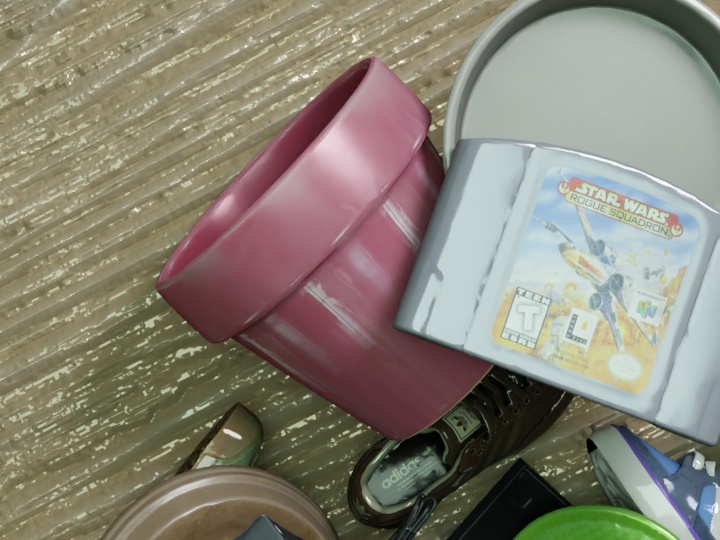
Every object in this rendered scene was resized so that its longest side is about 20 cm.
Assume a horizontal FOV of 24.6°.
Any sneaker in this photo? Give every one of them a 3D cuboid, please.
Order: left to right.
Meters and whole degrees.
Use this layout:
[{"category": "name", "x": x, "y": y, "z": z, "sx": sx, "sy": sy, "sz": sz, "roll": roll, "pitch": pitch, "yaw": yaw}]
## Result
[{"category": "sneaker", "x": -0.108, "y": 0.192, "z": 1.085, "sx": 0.090, "sy": 0.067, "sz": 0.201, "roll": 38, "pitch": 88, "yaw": -5}, {"category": "sneaker", "x": 0.076, "y": 0.100, "z": 1.071, "sx": 0.200, "sy": 0.076, "sz": 0.071, "roll": -42, "pitch": 85, "yaw": 0}, {"category": "sneaker", "x": 0.257, "y": 0.147, "z": 1.064, "sx": 0.146, "sy": 0.081, "sz": 0.201, "roll": -38, "pitch": 82, "yaw": -8}]

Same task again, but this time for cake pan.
[{"category": "cake pan", "x": 0.145, "y": -0.073, "z": 0.980, "sx": 0.197, "sy": 0.037, "sz": 0.203, "roll": 0, "pitch": 88, "yaw": -3}]

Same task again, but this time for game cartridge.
[{"category": "game cartridge", "x": 0.132, "y": 0.004, "z": 0.943, "sx": 0.198, "sy": 0.042, "sz": 0.135, "roll": 20, "pitch": 92, "yaw": -2}]

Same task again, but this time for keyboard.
[{"category": "keyboard", "x": 0.044, "y": 0.202, "z": 1.065, "sx": 0.200, "sy": 0.021, "sz": 0.127, "roll": -49, "pitch": 126, "yaw": -2}]

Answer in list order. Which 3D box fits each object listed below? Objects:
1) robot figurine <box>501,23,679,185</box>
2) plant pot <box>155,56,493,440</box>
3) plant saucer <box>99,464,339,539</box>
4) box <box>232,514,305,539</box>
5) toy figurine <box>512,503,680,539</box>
[{"category": "robot figurine", "x": 0.155, "y": -0.084, "z": 1.057, "sx": 0.142, "sy": 0.117, "sz": 0.203, "roll": -7, "pitch": 86, "yaw": 1}, {"category": "plant pot", "x": 0.000, "y": 0.000, "z": 1.034, "sx": 0.200, "sy": 0.200, "sz": 0.179, "roll": -45, "pitch": 101, "yaw": -1}, {"category": "plant saucer", "x": -0.087, "y": 0.225, "z": 1.044, "sx": 0.198, "sy": 0.029, "sz": 0.203, "roll": -3, "pitch": 96, "yaw": -30}, {"category": "box", "x": -0.011, "y": 0.246, "z": 0.935, "sx": 0.079, "sy": 0.141, "sz": 0.200, "roll": -38, "pitch": 73, "yaw": -5}, {"category": "toy figurine", "x": 0.120, "y": 0.266, "z": 0.975, "sx": 0.149, "sy": 0.184, "sz": 0.202, "roll": 17, "pitch": 111, "yaw": 16}]
